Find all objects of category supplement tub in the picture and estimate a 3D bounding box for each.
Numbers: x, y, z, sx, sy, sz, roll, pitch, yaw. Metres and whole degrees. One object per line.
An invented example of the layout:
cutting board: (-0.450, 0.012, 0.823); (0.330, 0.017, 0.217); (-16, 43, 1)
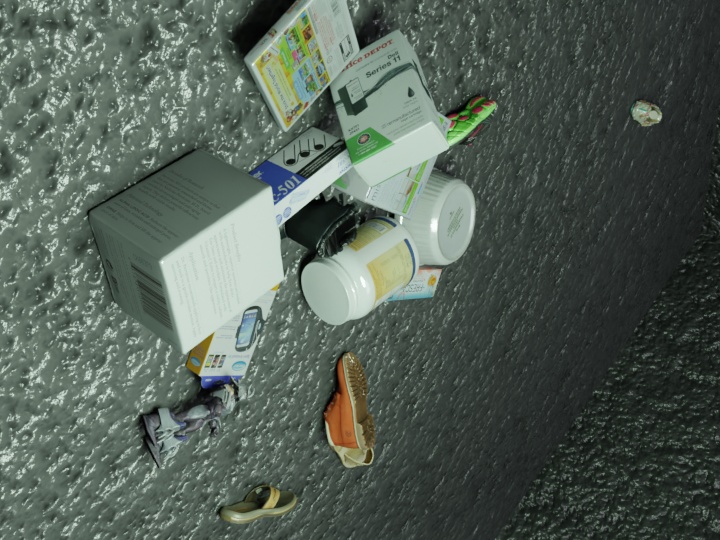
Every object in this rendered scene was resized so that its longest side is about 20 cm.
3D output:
supplement tub: (0.000, 0.000, 1.560); (0.199, 0.143, 0.147); (-32, 137, -39)

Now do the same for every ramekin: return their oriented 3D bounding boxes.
ramekin: (0.158, -0.105, 1.731); (0.201, 0.093, 0.207); (-23, 118, -49)

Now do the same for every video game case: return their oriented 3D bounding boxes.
video game case: (-0.081, -0.322, 1.258); (0.183, 0.023, 0.200); (-49, 162, -8)

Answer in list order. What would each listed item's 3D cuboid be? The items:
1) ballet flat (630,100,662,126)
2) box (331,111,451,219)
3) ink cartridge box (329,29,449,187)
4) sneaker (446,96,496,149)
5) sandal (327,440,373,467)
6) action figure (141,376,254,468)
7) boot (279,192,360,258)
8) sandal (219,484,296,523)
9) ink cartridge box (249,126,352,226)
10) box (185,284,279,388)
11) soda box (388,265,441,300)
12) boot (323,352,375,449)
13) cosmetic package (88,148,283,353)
ballet flat: (0.882, -0.474, 2.586); (0.198, 0.063, 0.077); (-8, 118, -54)
box: (0.058, -0.214, 1.537); (0.175, 0.096, 0.203); (12, 103, -57)
ink cartridge box: (0.039, -0.259, 1.346); (0.145, 0.203, 0.083); (-26, 149, 16)
sneaker: (0.218, -0.286, 1.740); (0.199, 0.076, 0.085); (-36, 135, -36)
sandal: (-0.005, 0.414, 1.915); (0.078, 0.069, 0.212); (-55, 147, -12)
action figure: (-0.260, 0.240, 1.400); (0.198, 0.070, 0.131); (-25, 151, -28)
boot: (-0.107, -0.061, 1.343); (0.198, 0.161, 0.074); (-41, 141, -31)
sandal: (-0.197, 0.455, 1.676); (0.198, 0.079, 0.055); (5, 87, -52)
ink cartridge box: (-0.107, -0.149, 1.346); (0.200, 0.093, 0.045); (-42, 143, -30)
box: (-0.216, 0.098, 1.416); (0.118, 0.041, 0.203); (10, 106, -57)
soda box: (0.090, 0.018, 1.779); (0.198, 0.063, 0.070); (-1, 113, -54)
boot: (-0.038, 0.274, 1.767); (0.075, 0.105, 0.205); (-12, 95, -62)
cosmetic package: (-0.234, -0.032, 1.176); (0.199, 0.163, 0.167); (-37, 140, -34)
